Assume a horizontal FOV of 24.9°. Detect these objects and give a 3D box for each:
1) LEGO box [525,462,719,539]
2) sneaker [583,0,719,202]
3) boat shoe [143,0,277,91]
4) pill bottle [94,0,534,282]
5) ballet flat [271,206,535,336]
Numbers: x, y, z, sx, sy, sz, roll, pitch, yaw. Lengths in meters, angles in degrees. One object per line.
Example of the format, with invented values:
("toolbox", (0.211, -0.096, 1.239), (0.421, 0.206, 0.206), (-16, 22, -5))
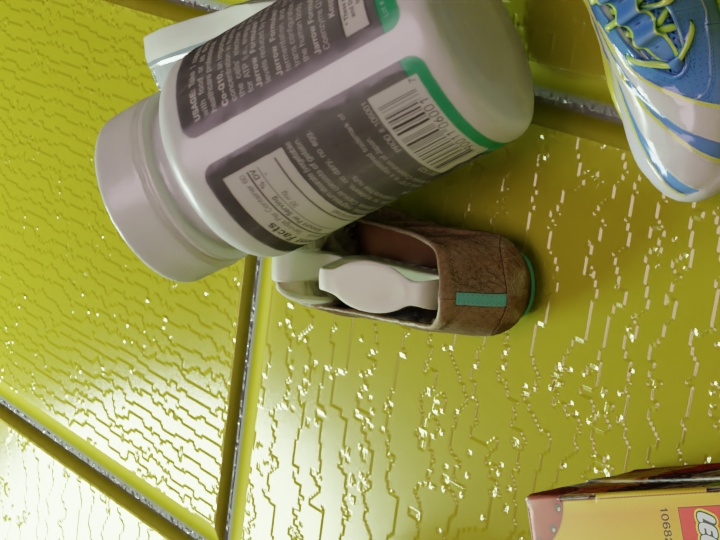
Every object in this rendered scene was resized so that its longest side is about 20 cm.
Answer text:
("LEGO box", (0.159, 0.181, 0.673), (0.149, 0.077, 0.201), (-13, 83, 50))
("sneaker", (0.106, -0.127, 0.686), (0.076, 0.105, 0.201), (-14, 83, 50))
("boat shoe", (-0.047, -0.118, 0.910), (0.200, 0.070, 0.072), (-5, 106, 51))
("pill bottle", (-0.026, -0.075, 0.796), (0.200, 0.113, 0.113), (-25, 73, 26))
("ballet flat", (0.000, 0.000, 0.850), (0.200, 0.072, 0.068), (15, 106, 49))
